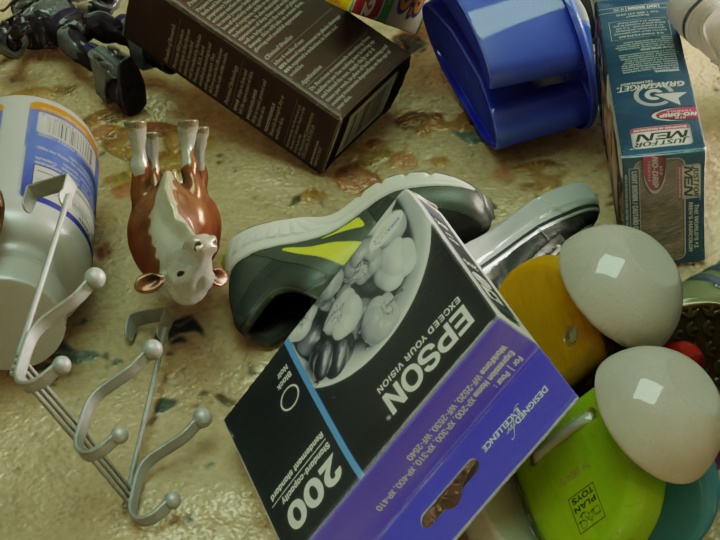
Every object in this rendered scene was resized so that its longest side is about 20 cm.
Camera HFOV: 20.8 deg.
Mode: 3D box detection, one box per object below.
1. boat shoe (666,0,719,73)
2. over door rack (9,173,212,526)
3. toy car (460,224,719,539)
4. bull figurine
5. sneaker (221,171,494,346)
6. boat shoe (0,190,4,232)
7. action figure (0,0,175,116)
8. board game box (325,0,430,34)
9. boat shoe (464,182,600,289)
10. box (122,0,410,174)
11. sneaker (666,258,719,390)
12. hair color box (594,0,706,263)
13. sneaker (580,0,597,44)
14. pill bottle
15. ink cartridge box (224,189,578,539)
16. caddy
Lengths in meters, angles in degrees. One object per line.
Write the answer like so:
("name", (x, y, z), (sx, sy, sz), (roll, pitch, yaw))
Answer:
("boat shoe", (0.290, -0.166, 1.422), (0.074, 0.200, 0.065), (-43, 60, 22))
("over door rack", (-0.156, 0.042, 1.248), (0.067, 0.148, 0.200), (-23, 38, 12))
("toy car", (0.149, 0.087, 1.162), (0.150, 0.175, 0.200), (20, 42, -34))
("bull figurine", (-0.125, -0.038, 1.324), (0.065, 0.122, 0.200), (-4, 1, -6))
("sneaker", (0.000, 0.000, 1.337), (0.200, 0.074, 0.085), (-19, 48, 19))
("boat shoe", (-0.303, 0.013, 1.257), (0.072, 0.072, 0.200), (-10, 45, 48))
("action figure", (-0.232, -0.200, 1.630), (0.200, 0.069, 0.130), (26, 55, 39))
("board game box", (0.032, -0.240, 1.542), (0.030, 0.096, 0.200), (28, 9, 13))
("boat shoe", (0.108, 0.005, 1.327), (0.071, 0.072, 0.200), (49, 47, 10))
("box", (-0.074, -0.174, 1.512), (0.200, 0.075, 0.100), (37, 52, 10))
("sneaker", (0.249, 0.023, 1.287), (0.200, 0.067, 0.090), (-13, 26, -2))
("hair color box", (0.207, -0.104, 1.412), (0.060, 0.100, 0.200), (-5, 39, 4))
("sneaker", (0.205, -0.245, 1.622), (0.083, 0.071, 0.200), (20, 46, 10))
("pill bottle", (-0.243, -0.025, 1.381), (0.112, 0.112, 0.200), (-6, 40, 1))
("ink cartridge box", (0.015, 0.082, 1.164), (0.198, 0.043, 0.200), (-52, 38, 14))
("caddy", (0.119, -0.187, 1.490), (0.105, 0.141, 0.200), (-20, 50, -7))
